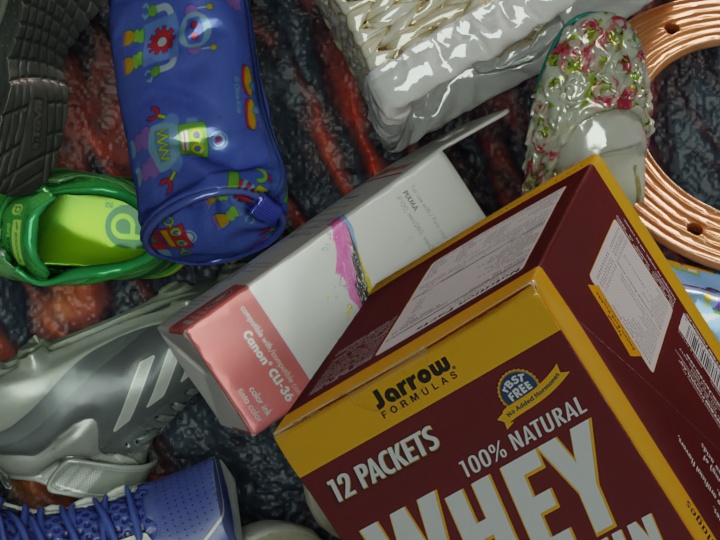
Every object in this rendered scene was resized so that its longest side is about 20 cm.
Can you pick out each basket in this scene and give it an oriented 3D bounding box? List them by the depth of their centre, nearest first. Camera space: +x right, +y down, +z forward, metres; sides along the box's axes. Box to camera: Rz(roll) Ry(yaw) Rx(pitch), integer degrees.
[{"bbox_3d":[0.059,-0.183,1.187,0.197,0.200,0.161,-30,88,-1],"label":"basket"}]

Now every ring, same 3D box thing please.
[{"bbox_3d":[0.213,-0.071,1.225,0.199,0.019,0.201,3,51,-3],"label":"ring"}]

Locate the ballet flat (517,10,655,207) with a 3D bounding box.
[{"bbox_3d":[0.113,-0.031,1.144,0.075,0.064,0.201,-8,129,-23],"label":"ballet flat"}]

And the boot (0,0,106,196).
[{"bbox_3d":[-0.206,-0.146,1.220,0.130,0.068,0.201,21,95,34],"label":"boot"}]

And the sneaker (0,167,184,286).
[{"bbox_3d":[-0.190,-0.028,1.242,0.198,0.084,0.075,-1,90,0],"label":"sneaker"}]

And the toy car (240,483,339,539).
[{"bbox_3d":[0.023,0.181,1.219,0.200,0.175,0.150,-49,124,-1],"label":"toy car"}]

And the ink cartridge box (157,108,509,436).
[{"bbox_3d":[0.000,0.000,1.172,0.199,0.116,0.068,-35,96,-10],"label":"ink cartridge box"}]

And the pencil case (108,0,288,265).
[{"bbox_3d":[-0.087,-0.105,1.214,0.086,0.078,0.201,-20,66,24],"label":"pencil case"}]

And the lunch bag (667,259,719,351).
[{"bbox_3d":[0.185,0.110,1.148,0.149,0.094,0.201,15,101,0],"label":"lunch bag"}]

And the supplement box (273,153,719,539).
[{"bbox_3d":[0.090,0.087,1.012,0.132,0.200,0.198,-31,98,21],"label":"supplement box"}]

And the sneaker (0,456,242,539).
[{"bbox_3d":[-0.166,0.155,1.207,0.199,0.081,0.115,-30,129,11],"label":"sneaker"}]

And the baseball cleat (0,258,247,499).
[{"bbox_3d":[-0.113,0.064,1.260,0.199,0.070,0.107,-18,104,3],"label":"baseball cleat"}]
